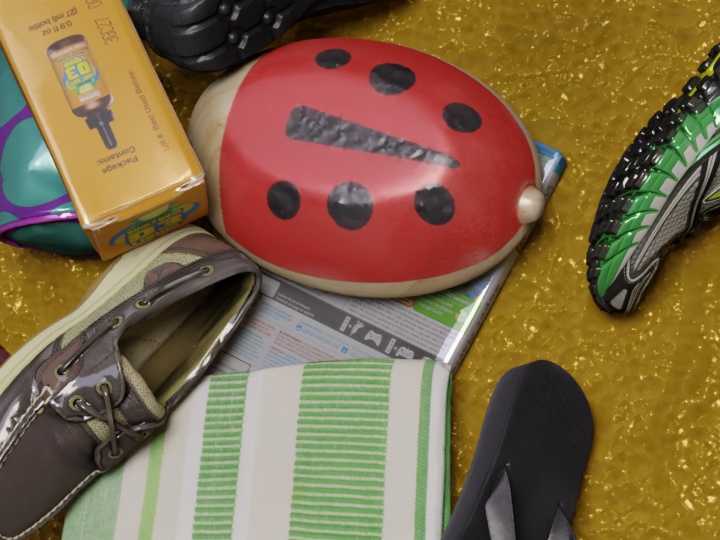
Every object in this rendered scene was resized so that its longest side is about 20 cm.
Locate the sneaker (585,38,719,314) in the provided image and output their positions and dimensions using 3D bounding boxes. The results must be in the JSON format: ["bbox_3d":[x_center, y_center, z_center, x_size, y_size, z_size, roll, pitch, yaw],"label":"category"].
[{"bbox_3d":[0.185,-0.054,0.952,0.085,0.078,0.200,39,100,-5],"label":"sneaker"}]

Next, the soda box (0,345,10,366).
[{"bbox_3d":[-0.240,0.042,1.051,0.200,0.070,0.063,40,87,23],"label":"soda box"}]

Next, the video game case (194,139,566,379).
[{"bbox_3d":[0.000,0.000,1.022,0.143,0.018,0.200,26,82,23],"label":"video game case"}]

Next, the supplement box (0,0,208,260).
[{"bbox_3d":[-0.145,-0.109,0.987,0.066,0.069,0.200,-23,74,-9],"label":"supplement box"}]

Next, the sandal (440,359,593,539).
[{"bbox_3d":[0.075,0.127,0.901,0.043,0.076,0.201,-20,47,43],"label":"sandal"}]

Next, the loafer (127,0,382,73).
[{"bbox_3d":[-0.032,-0.165,1.025,0.200,0.068,0.070,-30,37,-28],"label":"loafer"}]

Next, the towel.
[{"bbox_3d":[-0.052,0.114,0.960,0.199,0.023,0.153,-9,52,16],"label":"towel"}]

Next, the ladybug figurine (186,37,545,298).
[{"bbox_3d":[-0.002,-0.058,0.991,0.200,0.072,0.136,11,76,19],"label":"ladybug figurine"}]

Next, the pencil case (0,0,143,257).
[{"bbox_3d":[-0.152,-0.108,1.064,0.092,0.085,0.201,-7,71,26],"label":"pencil case"}]

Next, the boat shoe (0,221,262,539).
[{"bbox_3d":[-0.126,0.056,0.969,0.065,0.073,0.200,16,62,43],"label":"boat shoe"}]
